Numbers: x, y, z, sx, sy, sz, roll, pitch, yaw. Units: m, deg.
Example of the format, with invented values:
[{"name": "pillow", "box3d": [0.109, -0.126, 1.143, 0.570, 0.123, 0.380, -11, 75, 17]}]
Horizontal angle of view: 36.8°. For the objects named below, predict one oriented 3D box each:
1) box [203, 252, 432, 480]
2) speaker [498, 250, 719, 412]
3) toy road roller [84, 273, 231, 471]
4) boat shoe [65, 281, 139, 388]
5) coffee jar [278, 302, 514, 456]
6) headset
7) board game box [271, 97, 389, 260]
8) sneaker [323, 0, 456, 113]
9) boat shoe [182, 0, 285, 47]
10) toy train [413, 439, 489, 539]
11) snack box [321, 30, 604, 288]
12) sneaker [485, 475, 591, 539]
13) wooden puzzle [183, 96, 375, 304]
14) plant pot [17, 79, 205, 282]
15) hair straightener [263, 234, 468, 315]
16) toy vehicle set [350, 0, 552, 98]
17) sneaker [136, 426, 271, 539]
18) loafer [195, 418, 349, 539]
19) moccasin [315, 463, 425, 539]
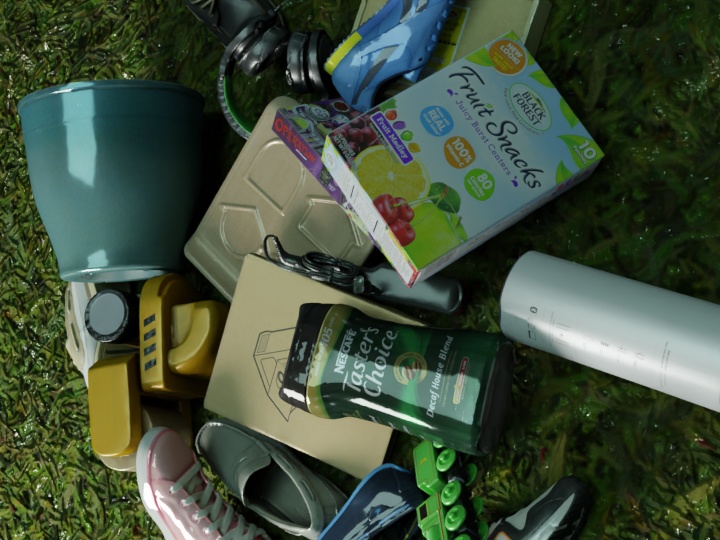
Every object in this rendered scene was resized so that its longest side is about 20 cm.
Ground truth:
[{"name": "box", "box3d": [-0.045, 0.093, 1.042, 0.198, 0.021, 0.165, 21, 100, 19]}, {"name": "speaker", "box3d": [0.215, 0.047, 0.879, 0.199, 0.081, 0.082, 18, 92, 35]}, {"name": "toy road roller", "box3d": [-0.194, 0.103, 1.122, 0.145, 0.123, 0.202, -9, 76, 20]}, {"name": "boat shoe", "box3d": [-0.289, 0.085, 1.220, 0.068, 0.074, 0.202, -30, 61, 35]}, {"name": "coffee jar", "box3d": [0.029, 0.091, 0.949, 0.198, 0.085, 0.105, 9, 80, 23]}, {"name": "headset", "box3d": [-0.081, -0.221, 1.098, 0.122, 0.094, 0.202, 21, 109, 9]}, {"name": "board game box", "box3d": [0.018, -0.093, 1.015, 0.200, 0.119, 0.032, 48, 132, 29]}, {"name": "sneaker", "box3d": [0.056, -0.230, 1.019, 0.200, 0.066, 0.079, -44, 81, 17]}, {"name": "boat shoe", "box3d": [-0.163, -0.300, 1.197, 0.200, 0.073, 0.075, 42, 105, 31]}, {"name": "toy train", "box3d": [0.076, 0.210, 0.912, 0.056, 0.042, 0.201, -42, 26, 22]}, {"name": "snack box", "box3d": [0.086, -0.098, 0.928, 0.199, 0.053, 0.143, -30, 78, -15]}, {"name": "sneaker", "box3d": [0.112, 0.239, 0.919, 0.200, 0.073, 0.080, -49, 57, 16]}, {"name": "wooden puzzle", "box3d": [-0.066, -0.044, 1.092, 0.185, 0.046, 0.201, 42, 107, 23]}, {"name": "plant pot", "box3d": [-0.259, -0.086, 1.160, 0.198, 0.199, 0.190, -9, 83, 32]}, {"name": "hair straightener", "box3d": [0.000, 0.000, 0.993, 0.198, 0.077, 0.041, 18, 91, 11]}, {"name": "toy vehicle set", "box3d": [0.076, -0.220, 1.052, 0.199, 0.026, 0.125, 22, 94, 34]}, {"name": "sneaker", "box3d": [-0.144, 0.243, 1.062, 0.104, 0.075, 0.202, -7, 107, 28]}, {"name": "loafer", "box3d": [-0.095, 0.201, 1.065, 0.199, 0.070, 0.071, 23, 95, 34]}, {"name": "moccasin", "box3d": [-0.009, 0.271, 0.984, 0.068, 0.080, 0.201, 40, 106, 53]}]
